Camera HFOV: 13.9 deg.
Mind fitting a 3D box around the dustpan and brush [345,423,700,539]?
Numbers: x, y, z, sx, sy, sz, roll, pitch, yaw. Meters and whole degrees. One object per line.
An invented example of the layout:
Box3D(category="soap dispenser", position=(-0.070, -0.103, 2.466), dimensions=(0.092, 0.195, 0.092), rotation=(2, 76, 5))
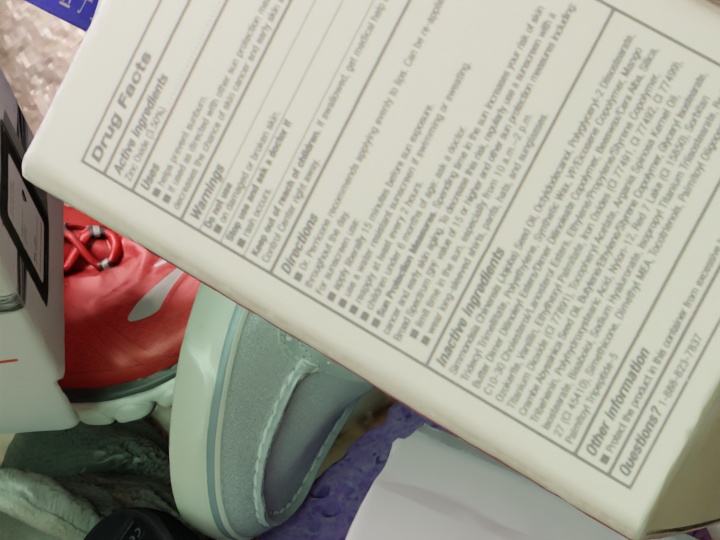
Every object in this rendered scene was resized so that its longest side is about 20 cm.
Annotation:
Box3D(category="dustpan and brush", position=(0.025, 0.156, 0.818), dimensions=(0.140, 0.200, 0.057), rotation=(22, 152, 22))

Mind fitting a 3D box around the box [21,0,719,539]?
Box3D(category="box", position=(0.035, -0.032, 0.790), dimensions=(0.200, 0.109, 0.128), rotation=(31, 100, 19))

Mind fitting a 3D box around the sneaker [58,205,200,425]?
Box3D(category="sneaker", position=(-0.118, 0.003, 0.984), dimensions=(0.200, 0.077, 0.085), rotation=(-11, 136, 19))

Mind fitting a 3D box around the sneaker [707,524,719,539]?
Box3D(category="sneaker", position=(0.184, 0.116, 0.835), dimensions=(0.200, 0.085, 0.073), rotation=(39, 78, -6))

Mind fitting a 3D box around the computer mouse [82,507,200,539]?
Box3D(category="computer mouse", position=(-0.046, 0.138, 0.865), dimensions=(0.059, 0.034, 0.200), rotation=(-53, 34, 19))

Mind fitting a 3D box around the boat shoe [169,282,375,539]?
Box3D(category="boat shoe", position=(0.001, -0.001, 0.896), dimensions=(0.071, 0.070, 0.201), rotation=(25, 106, 24))

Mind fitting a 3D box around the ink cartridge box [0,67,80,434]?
Box3D(category="ink cartridge box", position=(-0.156, -0.013, 0.888), dimensions=(0.116, 0.200, 0.068), rotation=(-4, 66, 5))

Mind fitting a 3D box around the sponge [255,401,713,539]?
Box3D(category="sponge", position=(0.012, 0.107, 0.911), dimensions=(0.200, 0.030, 0.112), rotation=(-45, 46, -1))

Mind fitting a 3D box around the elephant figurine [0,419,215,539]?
Box3D(category="elephant figurine", position=(-0.101, 0.108, 1.002), dimensions=(0.200, 0.155, 0.142), rotation=(-31, 43, 12))

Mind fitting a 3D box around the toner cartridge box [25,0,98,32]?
Box3D(category="toner cartridge box", position=(-0.093, -0.102, 0.909), dimensions=(0.095, 0.200, 0.043), rotation=(30, 93, 20))
